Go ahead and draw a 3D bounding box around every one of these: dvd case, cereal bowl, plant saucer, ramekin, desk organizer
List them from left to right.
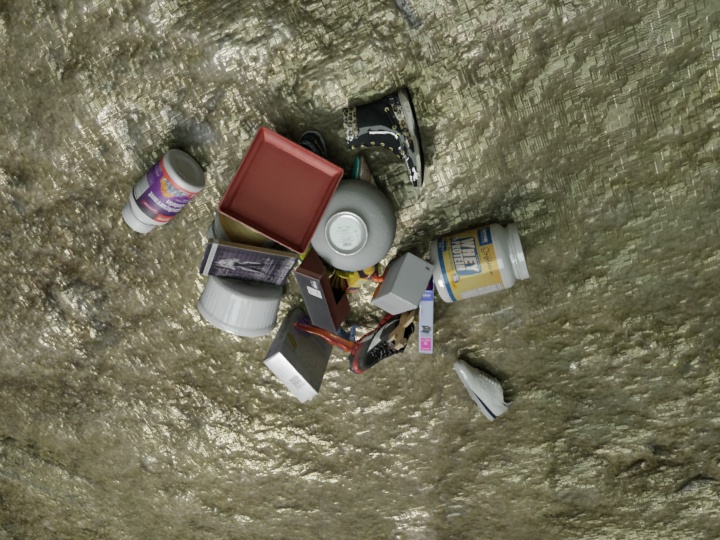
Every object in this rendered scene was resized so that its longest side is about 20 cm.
[{"bbox_3d":[-0.283,0.061,1.430,0.197,0.201,0.099,22,112,-3],"label":"ramekin"},{"bbox_3d":[-0.251,-0.015,1.323,0.196,0.016,0.149,9,151,-20],"label":"dvd case"},{"bbox_3d":[-0.162,-0.162,1.224,0.197,0.037,0.203,27,79,-5],"label":"plant saucer"},{"bbox_3d":[-0.083,0.048,1.356,0.071,0.077,0.202,18,146,25],"label":"desk organizer"},{"bbox_3d":[-0.023,-0.090,1.275,0.196,0.083,0.204,3,108,9],"label":"cereal bowl"}]

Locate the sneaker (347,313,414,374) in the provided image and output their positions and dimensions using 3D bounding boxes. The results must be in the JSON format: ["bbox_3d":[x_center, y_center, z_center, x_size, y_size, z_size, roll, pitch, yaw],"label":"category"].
[{"bbox_3d":[0.055,0.176,1.426,0.097,0.200,0.072,13,137,53],"label":"sneaker"}]

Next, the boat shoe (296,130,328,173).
[{"bbox_3d":[-0.093,-0.202,1.316,0.070,0.091,0.203,-13,115,16],"label":"boat shoe"}]

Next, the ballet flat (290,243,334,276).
[{"bbox_3d":[-0.110,-0.035,1.384,0.066,0.067,0.201,-31,147,0],"label":"ballet flat"}]

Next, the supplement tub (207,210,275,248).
[{"bbox_3d":[-0.237,-0.118,1.345,0.199,0.145,0.145,-37,106,24],"label":"supplement tub"}]

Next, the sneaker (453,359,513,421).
[{"bbox_3d":[0.312,0.293,1.525,0.080,0.077,0.201,-35,112,12],"label":"sneaker"}]

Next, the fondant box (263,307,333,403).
[{"bbox_3d":[-0.149,0.206,1.475,0.058,0.201,0.145,-33,108,22],"label":"fondant box"}]

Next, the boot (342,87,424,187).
[{"bbox_3d":[0.052,-0.268,1.266,0.151,0.074,0.207,-10,108,12],"label":"boot"}]

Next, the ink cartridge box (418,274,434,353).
[{"bbox_3d":[0.156,0.078,1.402,0.041,0.120,0.204,2,118,6],"label":"ink cartridge box"}]

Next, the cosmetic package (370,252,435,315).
[{"bbox_3d":[0.090,0.034,1.338,0.070,0.200,0.103,27,77,-7],"label":"cosmetic package"}]

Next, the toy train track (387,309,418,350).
[{"bbox_3d":[0.113,0.102,1.379,0.032,0.202,0.115,27,136,-12],"label":"toy train track"}]

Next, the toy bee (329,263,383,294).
[{"bbox_3d":[0.000,0.000,1.384,0.129,0.110,0.202,-12,145,-30],"label":"toy bee"}]

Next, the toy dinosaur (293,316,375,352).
[{"bbox_3d":[-0.052,0.182,1.484,0.182,0.198,0.106,48,137,18],"label":"toy dinosaur"}]

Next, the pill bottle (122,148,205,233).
[{"bbox_3d":[-0.462,-0.177,1.380,0.199,0.112,0.112,-36,107,24],"label":"pill bottle"}]

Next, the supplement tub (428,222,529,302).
[{"bbox_3d":[0.263,-0.020,1.319,0.196,0.145,0.147,-15,114,17],"label":"supplement tub"}]

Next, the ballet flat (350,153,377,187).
[{"bbox_3d":[0.003,-0.167,1.342,0.066,0.069,0.203,4,125,-15],"label":"ballet flat"}]
